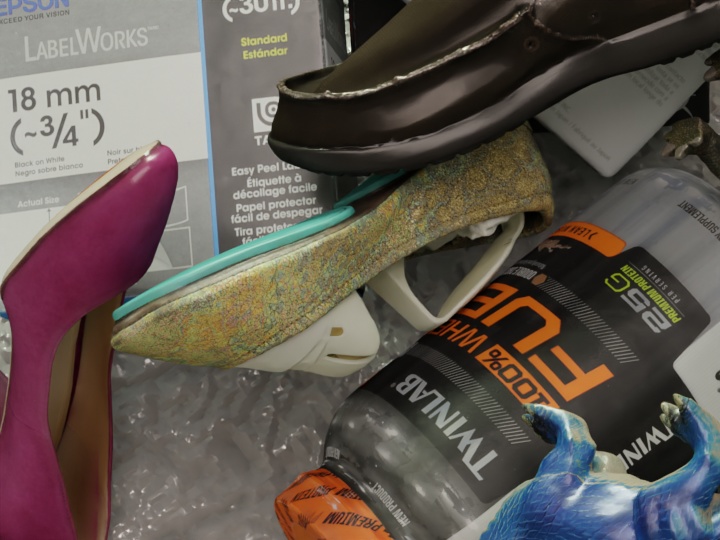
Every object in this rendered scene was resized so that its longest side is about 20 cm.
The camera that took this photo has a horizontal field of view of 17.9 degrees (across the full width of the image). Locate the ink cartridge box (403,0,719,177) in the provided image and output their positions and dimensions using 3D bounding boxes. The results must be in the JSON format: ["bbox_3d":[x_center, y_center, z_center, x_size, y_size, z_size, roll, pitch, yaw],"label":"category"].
[{"bbox_3d":[0.102,-0.160,0.857,0.162,0.050,0.200,40,103,-17],"label":"ink cartridge box"}]

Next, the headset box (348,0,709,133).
[{"bbox_3d":[0.065,-0.161,0.919,0.147,0.202,0.075,-2,23,-1],"label":"headset box"}]

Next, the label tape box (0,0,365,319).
[{"bbox_3d":[-0.079,-0.084,0.924,0.143,0.063,0.202,-6,80,10],"label":"label tape box"}]

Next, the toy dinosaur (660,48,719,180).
[{"bbox_3d":[0.172,-0.043,0.832,0.077,0.102,0.201,-26,30,33],"label":"toy dinosaur"}]

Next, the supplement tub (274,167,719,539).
[{"bbox_3d":[0.073,0.063,0.864,0.200,0.123,0.123,-38,72,-14],"label":"supplement tub"}]

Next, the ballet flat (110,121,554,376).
[{"bbox_3d":[0.000,0.000,0.832,0.199,0.071,0.071,-31,69,-36],"label":"ballet flat"}]

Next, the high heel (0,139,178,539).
[{"bbox_3d":[-0.094,0.037,0.849,0.096,0.200,0.067,44,46,4],"label":"high heel"}]

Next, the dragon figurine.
[{"bbox_3d":[0.089,0.098,0.735,0.199,0.059,0.100,-1,58,32],"label":"dragon figurine"}]

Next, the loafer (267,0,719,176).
[{"bbox_3d":[0.054,-0.096,0.823,0.199,0.073,0.072,-23,108,-3],"label":"loafer"}]
